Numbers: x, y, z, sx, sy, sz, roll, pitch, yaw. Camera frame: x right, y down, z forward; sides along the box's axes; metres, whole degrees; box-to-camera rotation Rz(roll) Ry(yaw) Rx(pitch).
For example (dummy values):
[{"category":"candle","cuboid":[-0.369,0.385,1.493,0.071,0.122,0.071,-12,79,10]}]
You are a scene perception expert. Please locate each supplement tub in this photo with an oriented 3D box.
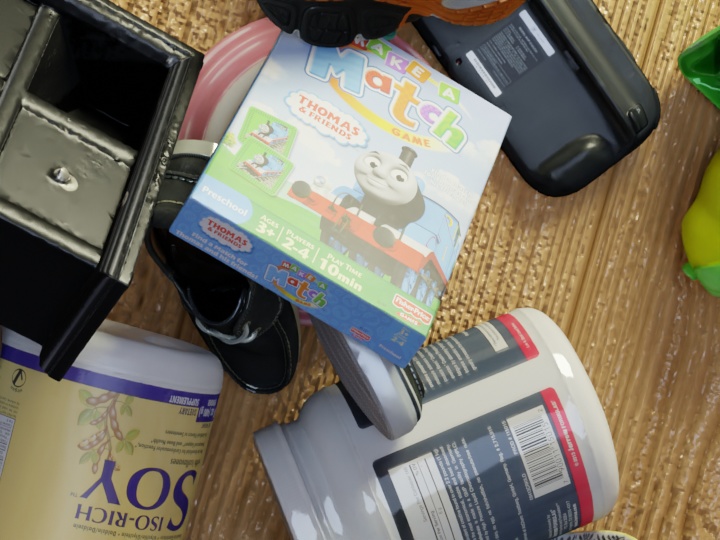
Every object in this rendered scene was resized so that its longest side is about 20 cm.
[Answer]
[{"category":"supplement tub","cuboid":[0.047,0.120,1.116,0.198,0.140,0.142,-21,95,-6]},{"category":"supplement tub","cuboid":[-0.172,0.132,1.085,0.144,0.145,0.202,14,90,-8]}]

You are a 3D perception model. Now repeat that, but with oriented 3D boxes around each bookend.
[{"category":"bookend","cuboid":[-0.208,-0.078,0.985,0.199,0.200,0.092,29,131,-15]}]

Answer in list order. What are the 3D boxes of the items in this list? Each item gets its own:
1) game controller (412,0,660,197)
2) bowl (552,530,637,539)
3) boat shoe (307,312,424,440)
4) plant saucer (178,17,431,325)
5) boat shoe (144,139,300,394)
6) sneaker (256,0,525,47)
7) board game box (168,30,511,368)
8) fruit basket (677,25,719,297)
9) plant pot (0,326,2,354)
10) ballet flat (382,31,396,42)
[{"category":"game controller","cuboid":[0.106,-0.148,1.171,0.104,0.042,0.201,-35,96,10]},{"category":"bowl","cuboid":[0.088,0.237,1.059,0.199,0.201,0.095,-23,96,-6]},{"category":"boat shoe","cuboid":[0.000,0.000,1.063,0.070,0.072,0.201,-21,70,-12]},{"category":"plant saucer","cuboid":[-0.028,-0.065,1.145,0.198,0.051,0.203,0,91,-8]},{"category":"boat shoe","cuboid":[-0.085,0.014,1.087,0.071,0.201,0.068,-4,48,13]},{"category":"sneaker","cuboid":[0.014,-0.193,1.081,0.198,0.076,0.093,-8,61,-34]},{"category":"board game box","cuboid":[-0.005,-0.058,1.043,0.150,0.037,0.201,30,45,-7]},{"category":"fruit basket","cuboid":[0.289,-0.076,1.148,0.213,0.155,0.218,4,77,-18]},{"category":"plant pot","cuboid":[-0.299,0.029,1.013,0.174,0.200,0.202,27,88,17]},{"category":"ballet flat","cuboid":[-0.022,-0.234,1.139,0.063,0.067,0.202,-9,91,28]}]
